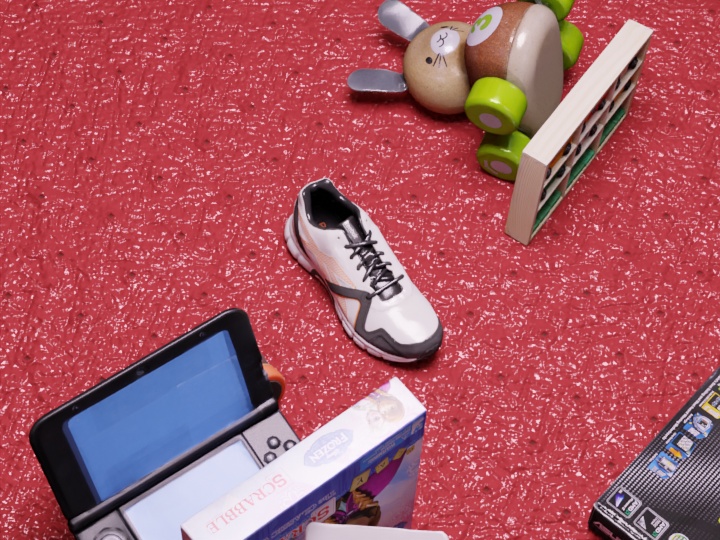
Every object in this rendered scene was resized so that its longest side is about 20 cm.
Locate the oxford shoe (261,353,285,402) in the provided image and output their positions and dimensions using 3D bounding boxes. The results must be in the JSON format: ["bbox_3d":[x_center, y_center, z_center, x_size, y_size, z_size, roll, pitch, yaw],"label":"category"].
[{"bbox_3d":[-0.165,0.119,1.362,0.200,0.071,0.073,-22,51,-27],"label":"oxford shoe"}]

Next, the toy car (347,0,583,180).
[{"bbox_3d":[0.092,-0.205,1.553,0.200,0.158,0.164,16,66,21],"label":"toy car"}]

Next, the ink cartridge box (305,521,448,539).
[{"bbox_3d":[0.020,0.283,1.180,0.115,0.068,0.200,1,90,20],"label":"ink cartridge box"}]

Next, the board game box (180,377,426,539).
[{"bbox_3d":[-0.042,0.197,1.231,0.200,0.200,0.041,-33,62,-22],"label":"board game box"}]

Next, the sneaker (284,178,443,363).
[{"bbox_3d":[0.000,0.000,1.441,0.074,0.080,0.200,-33,66,-25],"label":"sneaker"}]

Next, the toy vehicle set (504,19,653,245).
[{"bbox_3d":[0.205,-0.130,1.514,0.026,0.124,0.200,31,60,16],"label":"toy vehicle set"}]

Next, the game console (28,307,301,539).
[{"bbox_3d":[-0.134,0.162,1.280,0.200,0.116,0.176,-30,74,-18],"label":"game console"}]

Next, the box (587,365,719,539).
[{"bbox_3d":[0.325,0.201,1.346,0.193,0.048,0.200,38,62,22],"label":"box"}]
